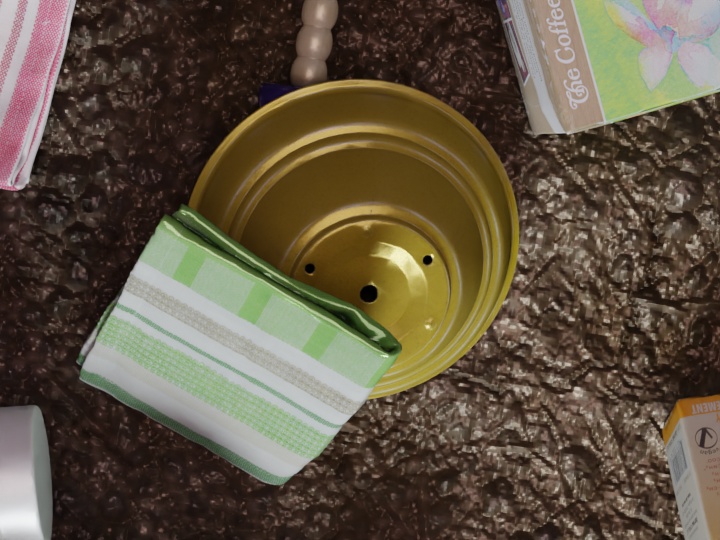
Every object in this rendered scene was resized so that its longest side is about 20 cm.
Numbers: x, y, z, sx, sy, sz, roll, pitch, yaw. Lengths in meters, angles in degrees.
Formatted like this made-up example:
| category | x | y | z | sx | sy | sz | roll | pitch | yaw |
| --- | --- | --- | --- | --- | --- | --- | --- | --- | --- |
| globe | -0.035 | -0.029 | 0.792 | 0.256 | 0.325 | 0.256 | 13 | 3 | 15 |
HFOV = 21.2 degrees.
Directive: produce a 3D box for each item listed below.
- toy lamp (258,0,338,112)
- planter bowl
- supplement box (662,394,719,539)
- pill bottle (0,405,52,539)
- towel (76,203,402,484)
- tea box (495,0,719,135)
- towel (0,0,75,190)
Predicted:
| category | x | y | z | sx | sy | sz | roll | pitch | yaw |
| --- | --- | --- | --- | --- | --- | --- | --- | --- | --- |
| toy lamp | -0.021 | -0.155 | 1.122 | 0.058 | 0.058 | 0.201 | 11 | 94 | -4 |
| planter bowl | 0.000 | 0.000 | 1.091 | 0.199 | 0.084 | 0.202 | -3 | 112 | -6 |
| supplement box | 0.259 | 0.168 | 1.114 | 0.125 | 0.074 | 0.201 | -9 | 70 | -3 |
| pill bottle | -0.280 | 0.126 | 1.097 | 0.199 | 0.111 | 0.112 | -5 | 94 | -3 |
| towel | -0.071 | 0.045 | 1.074 | 0.149 | 0.200 | 0.031 | 30 | 57 | -6 |
| tea box | 0.170 | -0.197 | 1.091 | 0.196 | 0.134 | 0.201 | -17 | 95 | -1 |
| towel | -0.274 | -0.139 | 1.121 | 0.199 | 0.030 | 0.147 | 15 | 92 | -4 |
